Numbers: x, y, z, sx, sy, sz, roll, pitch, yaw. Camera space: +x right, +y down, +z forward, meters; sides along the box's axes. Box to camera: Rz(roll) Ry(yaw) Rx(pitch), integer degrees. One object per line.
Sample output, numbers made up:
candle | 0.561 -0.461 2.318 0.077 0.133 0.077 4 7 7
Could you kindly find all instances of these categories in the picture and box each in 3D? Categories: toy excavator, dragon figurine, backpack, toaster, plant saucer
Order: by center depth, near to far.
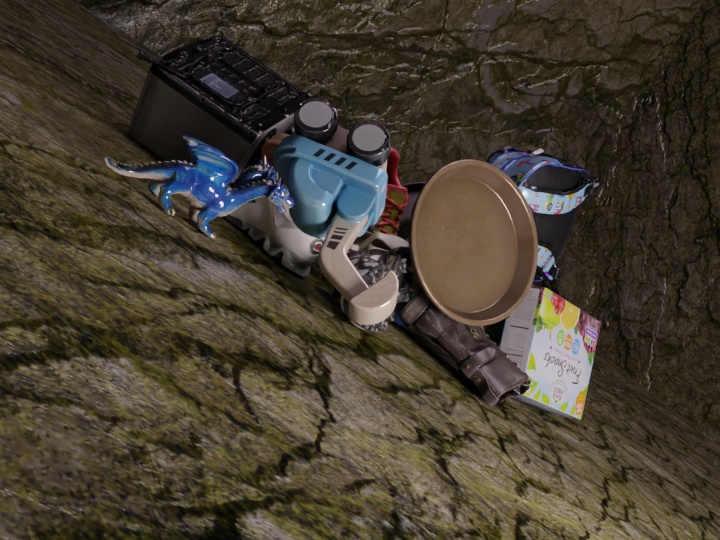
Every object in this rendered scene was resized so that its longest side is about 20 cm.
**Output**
dragon figurine | -0.163 -0.100 1.227 0.200 0.099 0.059 31 7 -30
toy excavator | -0.023 -0.057 1.280 0.194 0.200 0.100 24 -27 10
plant saucer | 0.133 -0.033 1.445 0.200 0.200 0.029 31 -21 -30
toaster | -0.188 -0.211 1.571 0.200 0.119 0.181 35 33 6
backpack | 0.204 -0.078 1.606 0.134 0.183 0.200 29 14 30

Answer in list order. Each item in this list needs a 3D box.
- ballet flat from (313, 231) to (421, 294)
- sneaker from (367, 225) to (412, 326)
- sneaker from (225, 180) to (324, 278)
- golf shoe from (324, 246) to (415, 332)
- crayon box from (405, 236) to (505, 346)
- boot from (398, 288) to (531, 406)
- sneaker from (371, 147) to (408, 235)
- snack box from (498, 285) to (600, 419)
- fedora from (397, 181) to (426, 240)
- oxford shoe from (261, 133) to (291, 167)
ballet flat | -0.003 -0.031 1.478 0.200 0.070 0.069 17 8 -5
sneaker | 0.000 0.000 1.555 0.200 0.078 0.066 57 12 18
sneaker | -0.108 -0.078 1.423 0.200 0.089 0.074 37 8 31
golf shoe | -0.003 0.021 1.366 0.094 0.078 0.200 4 11 16
crayon box | 0.121 0.031 1.647 0.058 0.119 0.200 28 10 -47
boot | 0.142 0.089 1.491 0.174 0.069 0.200 45 27 10
sneaker | 0.026 -0.080 1.623 0.078 0.090 0.200 13 61 -45
snack box | 0.250 0.111 1.599 0.053 0.142 0.200 9 -10 35
fedora | 0.095 -0.034 1.783 0.200 0.177 0.090 54 6 -31
oxford shoe | -0.062 -0.125 1.458 0.071 0.074 0.200 13 -17 22
